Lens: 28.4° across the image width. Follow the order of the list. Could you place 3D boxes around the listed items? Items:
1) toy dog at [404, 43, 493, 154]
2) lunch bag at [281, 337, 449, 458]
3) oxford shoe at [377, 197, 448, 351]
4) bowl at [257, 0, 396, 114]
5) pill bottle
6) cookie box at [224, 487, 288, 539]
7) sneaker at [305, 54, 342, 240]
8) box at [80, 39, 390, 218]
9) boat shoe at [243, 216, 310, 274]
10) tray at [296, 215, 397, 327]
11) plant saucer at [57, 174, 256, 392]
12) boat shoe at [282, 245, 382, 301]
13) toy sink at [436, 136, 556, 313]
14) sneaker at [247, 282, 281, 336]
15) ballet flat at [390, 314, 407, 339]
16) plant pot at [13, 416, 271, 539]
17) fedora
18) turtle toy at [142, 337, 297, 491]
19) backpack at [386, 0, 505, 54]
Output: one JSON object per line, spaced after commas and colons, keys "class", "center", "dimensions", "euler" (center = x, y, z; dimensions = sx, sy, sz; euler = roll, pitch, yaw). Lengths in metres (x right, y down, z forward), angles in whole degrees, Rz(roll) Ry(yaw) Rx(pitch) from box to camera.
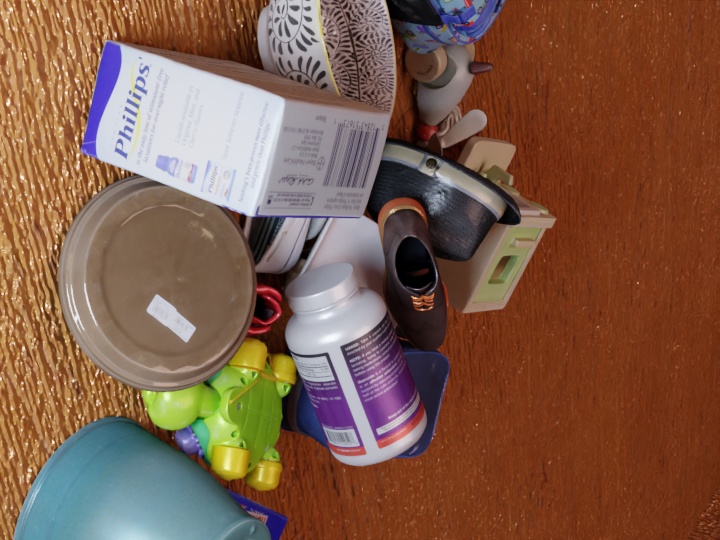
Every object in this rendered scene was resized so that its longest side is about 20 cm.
{"class": "toy dog", "center": [0.114, -0.195, 1.722], "dimensions": [0.132, 0.096, 0.201], "euler": [-50, 145, -33]}
{"class": "lunch bag", "center": [0.002, 0.139, 1.689], "dimensions": [0.199, 0.132, 0.137], "euler": [8, 98, -49]}
{"class": "oxford shoe", "center": [0.059, 0.021, 1.576], "dimensions": [0.073, 0.071, 0.201], "euler": [-103, 176, -55]}
{"class": "bowl", "center": [-0.042, -0.225, 1.405], "dimensions": [0.201, 0.093, 0.202], "euler": [-8, 90, -69]}
{"class": "pill bottle", "center": [-0.009, 0.097, 1.504], "dimensions": [0.112, 0.112, 0.201], "euler": [-40, 118, -43]}
{"class": "cookie box", "center": [-0.179, 0.333, 1.550], "dimensions": [0.201, 0.075, 0.171], "euler": [-65, 151, -10]}
{"class": "sneaker", "center": [-0.025, -0.132, 1.543], "dimensions": [0.099, 0.070, 0.202], "euler": [-6, 108, -54]}
{"class": "box", "center": [-0.109, -0.123, 1.265], "dimensions": [0.184, 0.199, 0.106], "euler": [-2, 111, -60]}
{"class": "boat shoe", "center": [-0.076, -0.087, 1.477], "dimensions": [0.067, 0.073, 0.202], "euler": [-14, 120, -59]}
{"class": "tray", "center": [0.000, 0.000, 1.590], "dimensions": [0.200, 0.022, 0.108], "euler": [30, 87, -53]}
{"class": "plant saucer", "center": [-0.177, 0.010, 1.295], "dimensions": [0.199, 0.029, 0.202], "euler": [5, 82, -34]}
{"class": "boat shoe", "center": [-0.011, -0.013, 1.641], "dimensions": [0.200, 0.071, 0.065], "euler": [-26, 130, -51]}
{"class": "toy sink", "center": [0.167, -0.056, 1.842], "dimensions": [0.130, 0.112, 0.201], "euler": [-2, 121, -60]}
{"class": "sneaker", "center": [-0.117, 0.046, 1.443], "dimensions": [0.200, 0.115, 0.079], "euler": [16, 93, -62]}
{"class": "ballet flat", "center": [0.059, 0.001, 1.747], "dimensions": [0.057, 0.066, 0.201], "euler": [46, 45, -26]}
{"class": "plant pot", "center": [-0.196, 0.267, 1.364], "dimensions": [0.200, 0.187, 0.201], "euler": [-37, 137, -45]}
{"class": "fedora", "center": [0.080, -0.071, 1.633], "dimensions": [0.092, 0.200, 0.201], "euler": [-63, 151, -7]}
{"class": "turtle toy", "center": [-0.145, 0.141, 1.461], "dimensions": [0.200, 0.100, 0.147], "euler": [35, 61, -62]}
{"class": "backpack", "center": [0.104, -0.332, 1.570], "dimensions": [0.183, 0.134, 0.200], "euler": [-62, 146, -17]}
